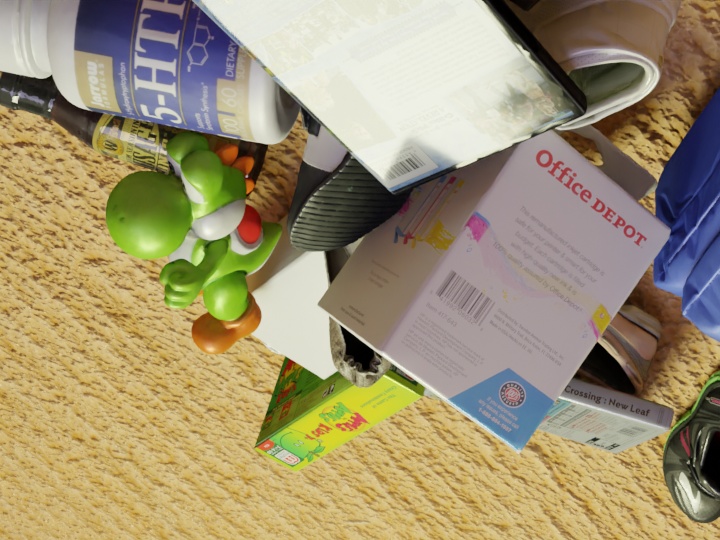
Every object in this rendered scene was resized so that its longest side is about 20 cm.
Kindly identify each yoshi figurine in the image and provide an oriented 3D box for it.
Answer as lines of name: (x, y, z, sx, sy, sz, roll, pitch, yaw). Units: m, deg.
yoshi figurine: (-0.130, -0.021, 1.122, 0.112, 0.112, 0.200, 17, 151, 14)

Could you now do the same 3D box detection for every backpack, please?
backpack: (0.303, -0.017, 0.996, 0.199, 0.169, 0.163, 16, 146, -10)

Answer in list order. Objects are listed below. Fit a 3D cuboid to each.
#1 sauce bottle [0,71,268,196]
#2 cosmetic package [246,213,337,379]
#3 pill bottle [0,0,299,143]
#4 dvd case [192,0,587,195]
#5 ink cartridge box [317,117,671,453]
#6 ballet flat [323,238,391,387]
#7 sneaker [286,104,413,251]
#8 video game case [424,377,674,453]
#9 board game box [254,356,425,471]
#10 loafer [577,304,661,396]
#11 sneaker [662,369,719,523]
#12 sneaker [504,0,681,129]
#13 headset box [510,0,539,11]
sauce bottle: (-0.168, -0.110, 1.159, 0.199, 0.066, 0.066, 16, 145, 2)
cosmetic package: (-0.007, -0.004, 1.214, 0.107, 0.085, 0.200, 34, 142, -20)
pill bottle: (-0.137, -0.158, 1.022, 0.199, 0.120, 0.120, 11, 144, 9)
dvd case: (0.017, -0.127, 0.885, 0.142, 0.018, 0.200, -22, 132, 33)
ink cartridge box: (0.093, -0.011, 1.033, 0.128, 0.200, 0.125, 37, 177, -23)
ballet flat: (0.000, 0.000, 1.099, 0.067, 0.046, 0.201, 3, 123, 3)
sneaker: (0.001, -0.101, 1.009, 0.074, 0.089, 0.200, 3, 132, -35)
video game case: (0.147, 0.106, 1.286, 0.181, 0.022, 0.200, 17, 169, 1)
board game box: (-0.010, 0.088, 1.322, 0.047, 0.102, 0.200, 32, 142, -18)
loafer: (0.158, 0.046, 1.176, 0.199, 0.063, 0.072, 21, 161, -41)
sneaker: (0.293, 0.158, 1.302, 0.076, 0.084, 0.200, 12, 144, 8)
sneaker: (0.095, -0.142, 0.962, 0.199, 0.116, 0.074, -4, 141, 30)
headset box: (0.078, -0.245, 0.865, 0.199, 0.075, 0.149, 30, 143, -16)
